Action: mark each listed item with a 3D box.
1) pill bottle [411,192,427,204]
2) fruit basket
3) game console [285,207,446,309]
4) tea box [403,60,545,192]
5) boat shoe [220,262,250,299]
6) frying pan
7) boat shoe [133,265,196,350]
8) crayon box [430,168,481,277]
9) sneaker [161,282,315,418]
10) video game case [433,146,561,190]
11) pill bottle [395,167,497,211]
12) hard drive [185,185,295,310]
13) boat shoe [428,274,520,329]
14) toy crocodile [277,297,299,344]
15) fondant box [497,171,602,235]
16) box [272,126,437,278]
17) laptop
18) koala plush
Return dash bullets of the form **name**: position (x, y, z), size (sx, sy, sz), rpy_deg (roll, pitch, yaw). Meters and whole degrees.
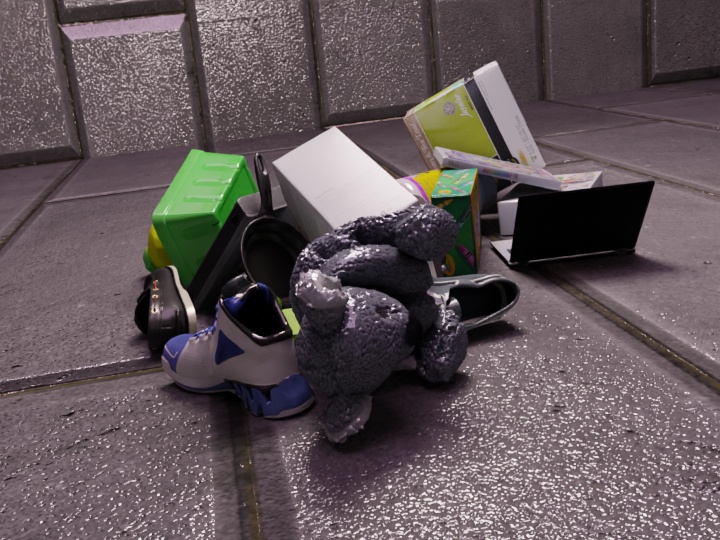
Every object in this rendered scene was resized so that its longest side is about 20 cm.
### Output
- **pill bottle**: position (0.017, -0.085, 1.355), size (0.118, 0.122, 0.198), rpy_deg (-17, 19, -35)
- **fruit basket**: position (-0.266, -0.071, 1.324), size (0.211, 0.158, 0.217), rpy_deg (-15, 34, 10)
- **game console**: position (0.000, 0.000, 1.067), size (0.195, 0.119, 0.176), rpy_deg (-1, 16, 20)
- **tea box**: position (0.207, -0.243, 1.578), size (0.194, 0.203, 0.134), rpy_deg (-26, 11, 13)
- **boat shoe**: position (-0.136, 0.014, 1.118), size (0.075, 0.061, 0.200), rpy_deg (-38, 9, 4)
- **frying pan**: position (-0.117, -0.041, 1.030), size (0.031, 0.192, 0.114), rpy_deg (-34, -4, 40)
- **boat shoe**: position (-0.255, 0.043, 1.089), size (0.062, 0.075, 0.201), rpy_deg (-3, 18, -21)
- **crayon box**: position (0.142, -0.072, 1.257), size (0.057, 0.122, 0.200), rpy_deg (-3, 16, 11)
- **sneaker**: position (-0.125, 0.067, 0.880), size (0.197, 0.118, 0.080), rpy_deg (9, 20, 43)
- **video game case**: position (0.224, -0.171, 1.435), size (0.195, 0.018, 0.143), rpy_deg (11, 14, -3)
- **pill bottle**: position (0.138, -0.118, 1.450), size (0.197, 0.107, 0.103), rpy_deg (-17, 19, -36)
- **hard drive**: position (-0.148, -0.034, 1.159), size (0.138, 0.033, 0.201), rpy_deg (-24, -21, -47)
- **boat shoe**: position (0.091, 0.037, 0.956), size (0.196, 0.075, 0.062), rpy_deg (-7, -8, -28)
- **toy crocodile**: position (-0.069, 0.067, 0.974), size (0.195, 0.062, 0.069), rpy_deg (-3, 57, 8)
- **fondant box**: position (0.323, -0.115, 1.444), size (0.141, 0.060, 0.200), rpy_deg (-3, 17, 25)
- **box**: position (-0.009, -0.060, 1.025), size (0.096, 0.126, 0.200), rpy_deg (-31, 45, -13)
- **laptop**: position (0.292, -0.077, 1.226), size (0.183, 0.119, 0.200), rpy_deg (-6, 16, -3)
- **koala plush**: position (-0.004, 0.052, 0.802), size (0.179, 0.181, 0.201), rpy_deg (-3, 22, 16)
